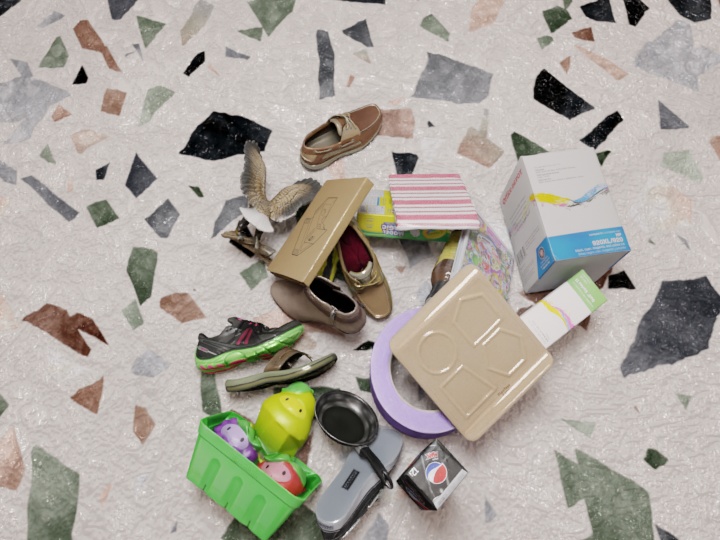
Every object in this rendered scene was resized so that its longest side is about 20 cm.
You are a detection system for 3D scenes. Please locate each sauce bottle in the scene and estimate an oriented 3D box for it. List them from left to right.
[{"bbox_3d":[0.158,0.000,0.990,0.063,0.066,0.201,24,42,9],"label":"sauce bottle"}]

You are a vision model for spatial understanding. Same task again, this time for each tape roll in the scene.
[{"bbox_3d":[0.111,0.172,0.956,0.193,0.085,0.206,0,68,0],"label":"tape roll"}]

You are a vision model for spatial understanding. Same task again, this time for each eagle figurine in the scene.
[{"bbox_3d":[-0.174,-0.131,1.054,0.148,0.152,0.204,18,74,29],"label":"eagle figurine"}]

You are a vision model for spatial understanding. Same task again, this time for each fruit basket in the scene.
[{"bbox_3d":[-0.143,0.273,0.896,0.208,0.155,0.223,-1,83,10],"label":"fruit basket"}]

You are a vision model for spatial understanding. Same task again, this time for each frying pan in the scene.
[{"bbox_3d":[0.003,0.264,0.917,0.188,0.032,0.114,38,31,22],"label":"frying pan"}]

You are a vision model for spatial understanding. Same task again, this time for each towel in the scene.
[{"bbox_3d":[0.124,-0.120,1.011,0.141,0.031,0.202,-1,34,-2],"label":"towel"}]

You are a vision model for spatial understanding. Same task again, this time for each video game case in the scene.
[{"bbox_3d":[0.211,0.010,0.981,0.143,0.018,0.204,43,49,-28],"label":"video game case"}]

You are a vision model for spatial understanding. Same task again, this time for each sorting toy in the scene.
[{"bbox_3d":[0.168,0.125,0.877,0.185,0.036,0.201,-42,88,0],"label":"sorting toy"}]

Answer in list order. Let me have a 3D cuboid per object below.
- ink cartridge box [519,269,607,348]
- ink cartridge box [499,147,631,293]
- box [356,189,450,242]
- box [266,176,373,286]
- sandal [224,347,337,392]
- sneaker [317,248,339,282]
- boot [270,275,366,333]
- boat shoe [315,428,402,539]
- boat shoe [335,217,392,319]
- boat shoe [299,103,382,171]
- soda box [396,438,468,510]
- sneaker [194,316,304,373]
[{"bbox_3d":[0.305,0.095,0.966,0.197,0.118,0.068,-34,75,-13],"label":"ink cartridge box"},{"bbox_3d":[0.355,-0.089,1.019,0.140,0.148,0.206,-8,68,-7],"label":"ink cartridge box"},{"bbox_3d":[0.092,-0.103,1.053,0.193,0.050,0.118,3,31,4],"label":"box"},{"bbox_3d":[-0.072,-0.071,0.969,0.021,0.162,0.203,39,77,-27],"label":"box"},{"bbox_3d":[-0.135,0.162,0.962,0.194,0.080,0.059,-11,73,-3],"label":"sandal"},{"bbox_3d":[-0.075,-0.070,1.055,0.082,0.075,0.205,5,61,16],"label":"sneaker"},{"bbox_3d":[-0.077,0.046,0.971,0.195,0.147,0.072,23,71,9],"label":"boot"},{"bbox_3d":[0.005,0.339,0.897,0.072,0.070,0.199,12,38,29],"label":"boat shoe"},{"bbox_3d":[0.000,0.000,0.991,0.073,0.066,0.204,-27,102,3],"label":"boat shoe"},{"bbox_3d":[-0.035,-0.273,1.134,0.198,0.072,0.076,-38,73,-13],"label":"boat shoe"},{"bbox_3d":[0.100,0.306,0.842,0.071,0.201,0.063,-43,73,-15],"label":"soda box"},{"bbox_3d":[-0.193,0.114,0.984,0.194,0.077,0.086,-14,71,-7],"label":"sneaker"}]
